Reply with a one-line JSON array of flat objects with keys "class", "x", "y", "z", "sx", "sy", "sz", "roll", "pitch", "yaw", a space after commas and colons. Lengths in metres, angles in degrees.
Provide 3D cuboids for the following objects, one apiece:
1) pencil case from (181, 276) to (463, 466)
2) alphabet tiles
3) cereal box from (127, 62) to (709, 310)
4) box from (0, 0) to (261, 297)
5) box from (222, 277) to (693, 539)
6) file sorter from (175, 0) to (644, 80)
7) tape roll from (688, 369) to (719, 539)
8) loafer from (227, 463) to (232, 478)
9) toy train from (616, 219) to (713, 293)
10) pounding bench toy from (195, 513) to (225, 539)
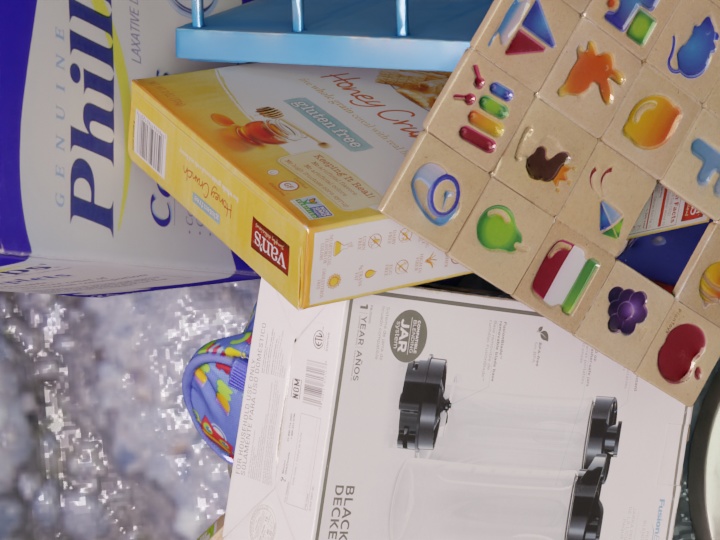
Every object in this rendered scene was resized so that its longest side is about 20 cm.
[{"class": "pencil case", "x": 0.000, "y": 0.000, "z": 0.948, "sx": 0.077, "sy": 0.087, "sz": 0.201, "roll": 20, "pitch": 55, "yaw": 22}, {"class": "alphabet tiles", "x": 0.117, "y": -0.071, "z": 0.808, "sx": 0.167, "sy": 0.008, "sz": 0.201, "roll": 31, "pitch": 88, "yaw": -29}, {"class": "cereal box", "x": 0.025, "y": -0.048, "z": 0.862, "sx": 0.199, "sy": 0.144, "sz": 0.040, "roll": -13, "pitch": 122, "yaw": -31}, {"class": "box", "x": -0.133, "y": -0.086, "z": 0.910, "sx": 0.104, "sy": 0.199, "sz": 0.186, "roll": -4, "pitch": 86, "yaw": 31}, {"class": "box", "x": 0.047, "y": 0.066, "z": 0.884, "sx": 0.199, "sy": 0.060, "sz": 0.118, "roll": 7, "pitch": 92, "yaw": -37}, {"class": "file sorter", "x": 0.039, "y": -0.154, "z": 0.892, "sx": 0.198, "sy": 0.139, "sz": 0.124, "roll": 5, "pitch": 107, "yaw": 22}, {"class": "tape roll", "x": 0.255, "y": 0.101, "z": 1.017, "sx": 0.201, "sy": 0.037, "sz": 0.205, "roll": 0, "pitch": 86, "yaw": -4}, {"class": "loafer", "x": 0.023, "y": 0.131, "z": 0.980, "sx": 0.199, "sy": 0.070, "sz": 0.070, "roll": 34, "pitch": 85, "yaw": -1}, {"class": "toy train", "x": 0.138, "y": -0.047, "z": 0.966, "sx": 0.198, "sy": 0.085, "sz": 0.116, "roll": 15, "pitch": 45, "yaw": -18}, {"class": "pounding bench toy", "x": -0.048, "y": 0.205, "z": 0.905, "sx": 0.124, "sy": 0.200, "sz": 0.156, "roll": -44, "pitch": 90, "yaw": -6}]
